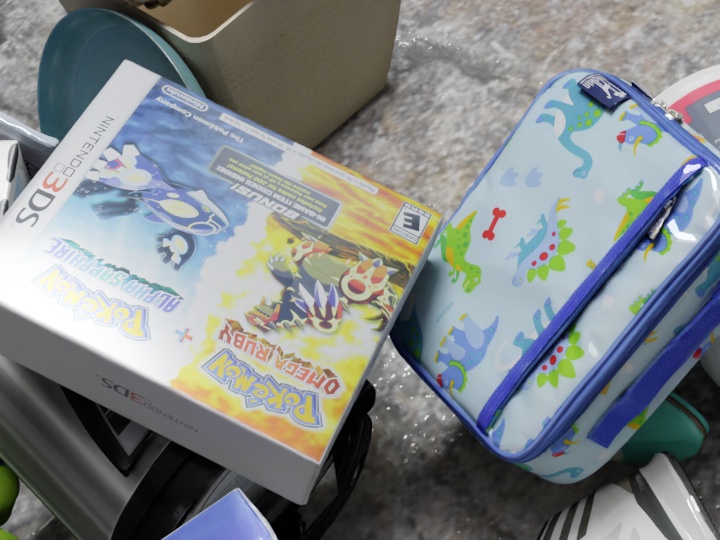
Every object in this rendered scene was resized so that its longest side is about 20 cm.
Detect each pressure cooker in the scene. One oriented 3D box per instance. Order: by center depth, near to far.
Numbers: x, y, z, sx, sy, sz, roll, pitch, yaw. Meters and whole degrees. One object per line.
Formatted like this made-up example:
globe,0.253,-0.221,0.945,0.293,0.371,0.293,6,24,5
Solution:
pressure cooker,-0.096,0.086,0.877,0.200,0.177,0.178,42,31,19

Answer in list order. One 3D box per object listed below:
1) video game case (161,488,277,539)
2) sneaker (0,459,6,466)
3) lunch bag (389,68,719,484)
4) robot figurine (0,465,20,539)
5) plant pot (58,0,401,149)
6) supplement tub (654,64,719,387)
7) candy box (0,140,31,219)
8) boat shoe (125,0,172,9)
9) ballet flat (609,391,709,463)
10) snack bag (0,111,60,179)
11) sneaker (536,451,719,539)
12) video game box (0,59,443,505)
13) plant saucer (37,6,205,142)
video game case,-0.107,0.225,0.755,0.199,0.182,0.045,-33,48,-15
sneaker,-0.183,0.069,1.014,0.199,0.079,0.096,-35,58,-6
lunch bag,0.118,0.003,0.844,0.200,0.082,0.161,-50,47,12
robot figurine,-0.261,0.183,0.888,0.199,0.116,0.176,18,60,30
plant pot,-0.084,-0.188,1.140,0.199,0.178,0.200,31,63,35
supplement tub,0.240,-0.012,0.901,0.139,0.141,0.201,-19,45,-2
candy box,-0.297,0.019,0.960,0.166,0.072,0.202,2,64,2
boat shoe,-0.135,-0.199,1.006,0.198,0.071,0.065,5,85,9
ballet flat,0.111,0.074,0.917,0.070,0.068,0.200,-43,45,-15
snack bag,-0.282,-0.089,1.055,0.187,0.200,0.022,27,73,-5
sneaker,0.148,0.191,0.798,0.115,0.076,0.201,-27,37,4
video game box,-0.078,-0.001,0.802,0.199,0.047,0.183,26,52,3
plant saucer,-0.150,-0.081,1.059,0.027,0.202,0.199,-24,40,-39
